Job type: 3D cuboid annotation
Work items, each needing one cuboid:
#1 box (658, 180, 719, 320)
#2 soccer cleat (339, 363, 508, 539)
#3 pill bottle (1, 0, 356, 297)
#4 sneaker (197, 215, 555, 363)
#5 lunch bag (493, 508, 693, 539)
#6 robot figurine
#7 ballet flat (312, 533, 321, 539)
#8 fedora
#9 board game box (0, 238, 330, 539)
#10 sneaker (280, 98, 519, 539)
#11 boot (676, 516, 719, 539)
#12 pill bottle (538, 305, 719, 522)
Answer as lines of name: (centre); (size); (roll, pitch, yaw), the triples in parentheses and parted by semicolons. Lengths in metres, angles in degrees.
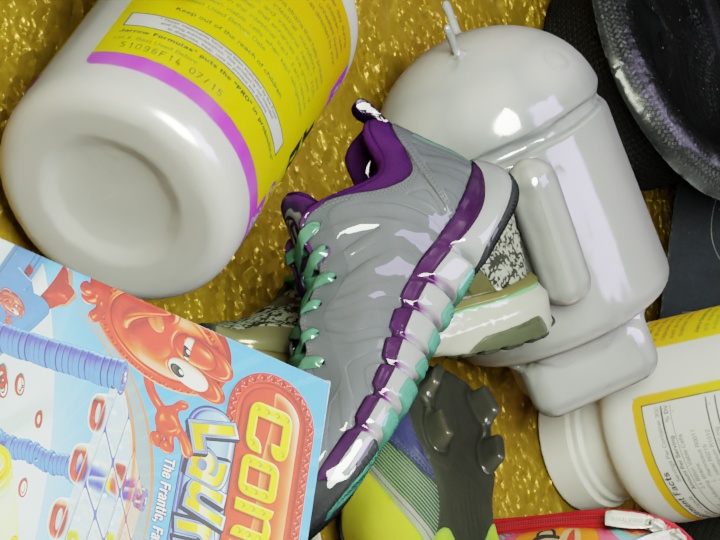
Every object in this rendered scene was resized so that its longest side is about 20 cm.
box: (0.276, -0.007, 1.655); (0.124, 0.199, 0.197); (66, 29, -48)
soccer cleat: (0.025, 0.133, 1.327); (0.064, 0.084, 0.201); (28, 41, -26)
pill bottle: (-0.065, -0.085, 1.257); (0.105, 0.104, 0.200); (59, 36, -24)
sneaker: (0.000, 0.000, 1.332); (0.199, 0.077, 0.089); (-13, 100, -43)
lunch bag: (0.122, 0.196, 1.381); (0.200, 0.175, 0.082); (55, 41, -32)
robot figurine: (0.078, -0.033, 1.460); (0.170, 0.112, 0.201); (-140, -153, -76)
ballet flat: (-0.049, 0.112, 1.264); (0.200, 0.067, 0.076); (-37, 125, -58)
fedora: (0.160, -0.116, 1.623); (0.200, 0.091, 0.202); (22, 55, -36)
board game box: (-0.118, 0.099, 1.100); (0.195, 0.056, 0.201); (24, 55, -24)
sneaker: (-0.011, 0.021, 1.250); (0.087, 0.074, 0.200); (31, 55, -1)
boot: (0.229, 0.214, 1.640); (0.153, 0.073, 0.205); (3, 79, -59)
pill bottle: (0.192, 0.068, 1.516); (0.104, 0.199, 0.105); (27, 56, -50)
